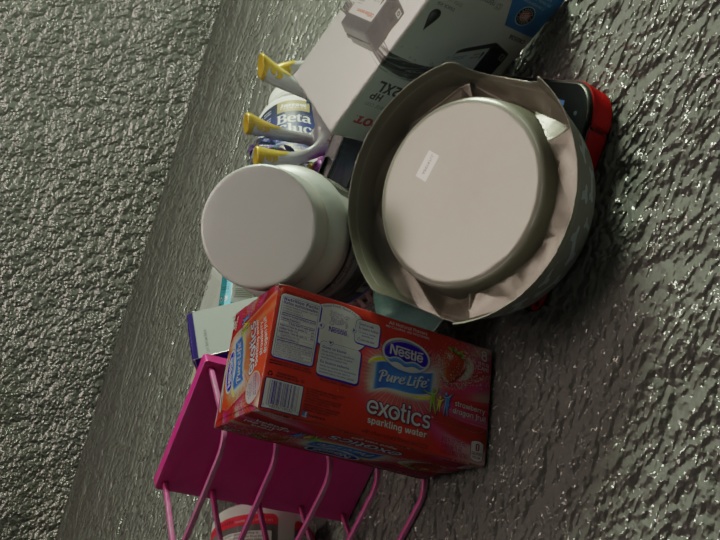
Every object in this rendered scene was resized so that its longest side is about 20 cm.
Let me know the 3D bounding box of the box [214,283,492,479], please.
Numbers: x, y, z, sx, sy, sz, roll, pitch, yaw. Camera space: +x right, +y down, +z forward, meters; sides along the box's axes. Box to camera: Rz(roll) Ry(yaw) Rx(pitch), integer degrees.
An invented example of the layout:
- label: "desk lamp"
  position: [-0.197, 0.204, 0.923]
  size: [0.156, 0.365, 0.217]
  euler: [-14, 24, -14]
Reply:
- label: "box"
  position: [-0.002, 0.094, 0.734]
  size: [0.095, 0.199, 0.100]
  euler: [-31, 46, 57]

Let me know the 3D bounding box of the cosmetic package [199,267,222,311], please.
- label: "cosmetic package"
  position: [-0.156, 0.055, 1.301]
  size: [0.200, 0.101, 0.072]
  euler: [-156, 84, -70]

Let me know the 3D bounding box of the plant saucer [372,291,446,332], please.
- label: "plant saucer"
  position: [0.068, -0.028, 0.823]
  size: [0.201, 0.039, 0.202]
  euler: [-170, 90, -69]

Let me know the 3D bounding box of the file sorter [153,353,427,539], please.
- label: "file sorter"
  position: [-0.061, 0.185, 0.819]
  size: [0.139, 0.199, 0.126]
  euler: [-66, 24, 18]

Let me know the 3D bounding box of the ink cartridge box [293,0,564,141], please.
- label: "ink cartridge box"
  position: [0.060, -0.208, 0.829]
  size: [0.200, 0.145, 0.084]
  euler: [-49, 56, 28]

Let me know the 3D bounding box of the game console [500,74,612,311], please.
- label: "game console"
  position: [0.127, -0.073, 0.776]
  size: [0.178, 0.031, 0.200]
  euler: [-70, 20, 7]

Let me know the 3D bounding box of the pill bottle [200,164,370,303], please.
- label: "pill bottle"
  position: [-0.052, -0.028, 0.790]
  size: [0.200, 0.113, 0.114]
  euler: [14, -86, -74]

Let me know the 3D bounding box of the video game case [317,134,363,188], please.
- label: "video game case"
  position: [-0.005, -0.069, 0.973]
  size: [0.019, 0.143, 0.201]
  euler: [35, 111, 34]

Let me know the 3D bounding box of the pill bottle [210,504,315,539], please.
- label: "pill bottle"
  position: [-0.100, 0.343, 0.915]
  size: [0.111, 0.110, 0.201]
  euler: [-53, 28, 42]

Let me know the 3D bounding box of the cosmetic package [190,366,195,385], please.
- label: "cosmetic package"
  position: [-0.168, 0.153, 1.272]
  size: [0.104, 0.087, 0.200]
  euler: [-71, 22, 9]

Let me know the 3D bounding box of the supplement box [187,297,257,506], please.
- label: "supplement box"
  position: [-0.111, 0.142, 0.989]
  size: [0.101, 0.103, 0.201]
  euler: [-118, 17, -61]

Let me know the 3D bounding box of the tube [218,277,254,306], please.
- label: "tube"
  position: [-0.153, 0.089, 1.150]
  size: [0.050, 0.077, 0.201]
  euler: [36, -125, -65]

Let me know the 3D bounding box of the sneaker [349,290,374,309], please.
- label: "sneaker"
  position: [0.000, 0.000, 0.939]
  size: [0.080, 0.076, 0.200]
  euler: [33, 90, 44]

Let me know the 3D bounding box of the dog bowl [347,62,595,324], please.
- label: "dog bowl"
  position: [0.084, -0.055, 0.694]
  size: [0.199, 0.059, 0.201]
  euler: [-10, 74, 38]

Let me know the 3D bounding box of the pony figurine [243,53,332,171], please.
- label: "pony figurine"
  position: [-0.032, -0.156, 1.074]
  size: [0.166, 0.199, 0.194]
  euler: [-155, 67, -63]

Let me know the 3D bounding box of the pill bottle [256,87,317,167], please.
- label: "pill bottle"
  position: [-0.091, -0.175, 1.301]
  size: [0.111, 0.111, 0.201]
  euler: [-55, 27, 39]
